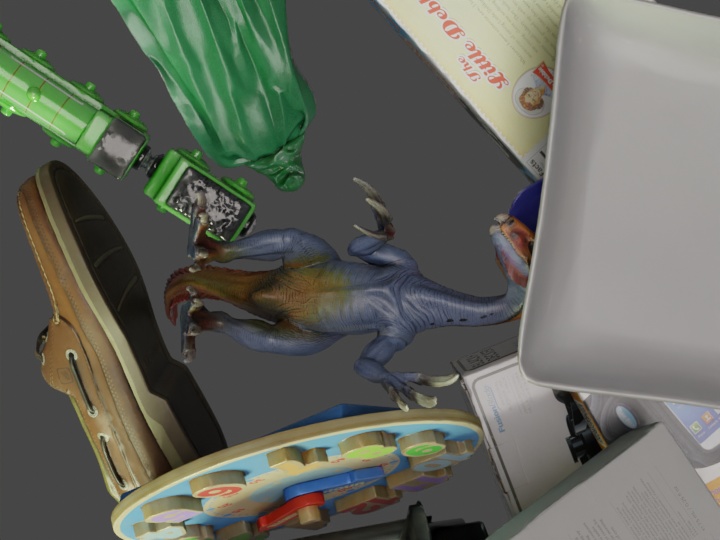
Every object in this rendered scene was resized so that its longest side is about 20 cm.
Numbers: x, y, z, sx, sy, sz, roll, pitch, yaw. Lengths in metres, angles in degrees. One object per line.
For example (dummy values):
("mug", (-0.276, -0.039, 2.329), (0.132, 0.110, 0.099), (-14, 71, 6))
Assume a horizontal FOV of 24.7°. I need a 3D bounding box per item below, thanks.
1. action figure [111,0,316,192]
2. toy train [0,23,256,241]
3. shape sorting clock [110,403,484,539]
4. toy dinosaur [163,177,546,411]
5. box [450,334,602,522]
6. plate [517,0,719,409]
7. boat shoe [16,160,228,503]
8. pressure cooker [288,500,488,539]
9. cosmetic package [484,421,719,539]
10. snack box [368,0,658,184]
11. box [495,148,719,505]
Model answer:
("action figure", (-0.079, -0.131, 0.897), (0.118, 0.055, 0.200), (-25, 104, -2))
("toy train", (-0.142, -0.075, 0.898), (0.200, 0.056, 0.042), (32, 94, -7))
("shape sorting clock", (-0.031, 0.113, 0.861), (0.199, 0.200, 0.039), (-17, 75, -1))
("toy dinosaur", (0.000, 0.000, 0.859), (0.181, 0.200, 0.105), (2, 99, -15))
("box", (0.163, 0.071, 0.930), (0.200, 0.060, 0.117), (-23, 97, -1))
("plate", (0.181, -0.028, 0.837), (0.199, 0.032, 0.200), (9, 85, -12))
("boat shoe", (-0.147, 0.041, 0.902), (0.068, 0.072, 0.200), (-24, 94, 16))
("pressure cooker", (0.011, 0.220, 0.882), (0.199, 0.176, 0.179), (-9, 73, -3))
("cosmetic package", (0.140, 0.199, 0.803), (0.151, 0.052, 0.200), (-32, 86, -26))
("snack box", (0.106, -0.124, 0.916), (0.116, 0.037, 0.200), (-42, 97, 1))
("box", (0.160, 0.030, 0.875), (0.119, 0.041, 0.200), (-30, 94, 0))
